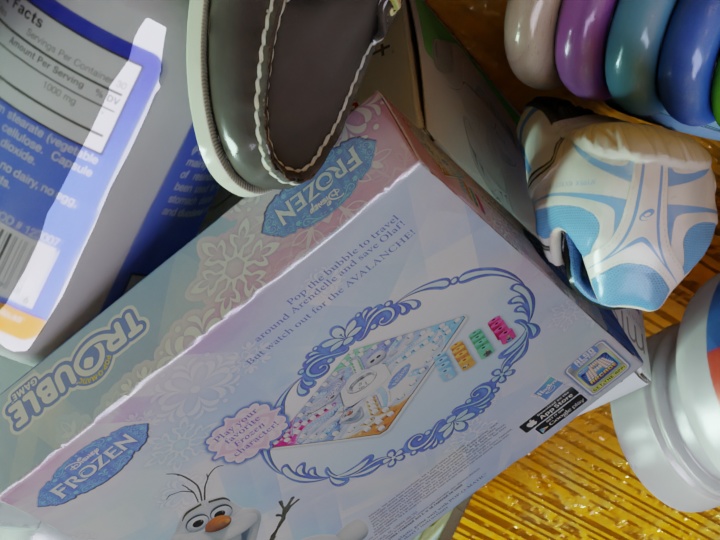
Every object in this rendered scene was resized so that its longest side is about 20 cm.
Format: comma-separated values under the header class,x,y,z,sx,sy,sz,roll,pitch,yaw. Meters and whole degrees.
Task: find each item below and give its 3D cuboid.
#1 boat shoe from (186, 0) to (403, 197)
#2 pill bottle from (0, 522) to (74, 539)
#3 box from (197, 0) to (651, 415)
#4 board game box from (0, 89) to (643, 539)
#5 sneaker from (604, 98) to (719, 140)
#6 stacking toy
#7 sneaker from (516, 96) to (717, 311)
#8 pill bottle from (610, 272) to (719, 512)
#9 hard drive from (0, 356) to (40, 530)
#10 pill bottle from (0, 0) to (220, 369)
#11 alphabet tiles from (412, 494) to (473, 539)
class,x,y,z,sx,sy,sz,roll,pitch,yaw
boat shoe,-0.008,-0.123,0.923,0.060,0.203,0.072,7,173,37
pill bottle,-0.116,0.123,1.226,0.199,0.114,0.113,33,128,-16
box,0.000,0.000,1.139,0.176,0.097,0.200,-26,135,20
board game box,-0.016,0.046,1.026,0.200,0.043,0.199,-38,145,10
sneaker,0.186,-0.059,1.114,0.199,0.079,0.090,10,142,-16
stacking toy,0.158,-0.081,1.005,0.199,0.086,0.086,22,145,23
sneaker,0.093,-0.026,1.037,0.071,0.200,0.073,14,96,-2
pill bottle,0.205,0.038,1.136,0.112,0.113,0.199,27,143,-33
hard drive,-0.226,0.035,1.114,0.199,0.133,0.027,7,171,-25
pill bottle,-0.095,-0.072,0.998,0.112,0.112,0.201,19,107,-27
alphabet tiles,0.012,0.136,1.233,0.008,0.200,0.167,37,129,-4
